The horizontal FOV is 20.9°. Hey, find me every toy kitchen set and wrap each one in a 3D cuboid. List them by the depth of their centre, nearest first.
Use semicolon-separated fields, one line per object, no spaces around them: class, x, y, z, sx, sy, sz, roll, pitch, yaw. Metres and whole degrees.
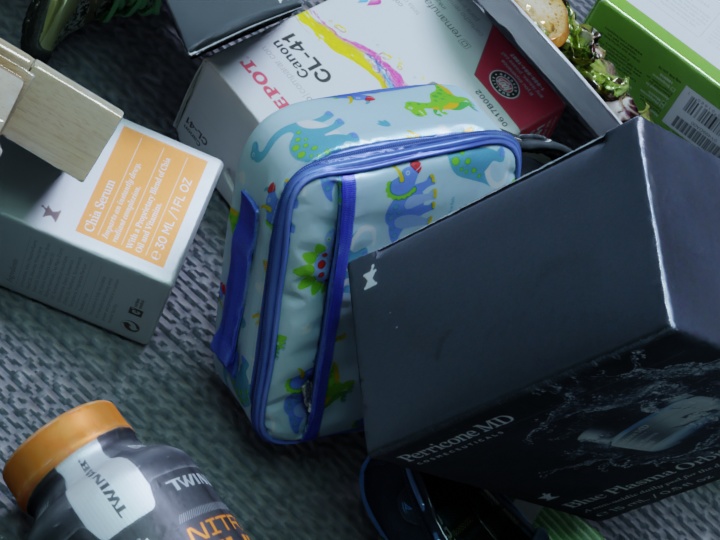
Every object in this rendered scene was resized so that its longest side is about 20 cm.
toy kitchen set;-0.185;-0.165;1.000;0.200;0.163;0.181;31;93;-17

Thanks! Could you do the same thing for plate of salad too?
plate of salad;0.134;-0.144;1.266;0.048;0.200;0.200;-42;76;6

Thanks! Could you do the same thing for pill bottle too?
pill bottle;-0.104;0.164;1.006;0.106;0.106;0.200;-28;71;-33

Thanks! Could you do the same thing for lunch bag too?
lunch bag;0.000;0.000;1.096;0.160;0.201;0.082;-9;38;-27

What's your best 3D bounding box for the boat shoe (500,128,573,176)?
boat shoe;0.121;-0.040;1.201;0.199;0.066;0.075;35;77;-41

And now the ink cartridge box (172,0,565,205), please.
ink cartridge box;0.007;-0.096;1.235;0.200;0.086;0.148;-30;73;-35

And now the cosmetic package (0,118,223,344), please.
cosmetic package;-0.193;-0.049;1.135;0.199;0.071;0.102;22;53;-5

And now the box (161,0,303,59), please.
box;-0.109;-0.232;1.158;0.079;0.141;0.201;-24;97;-4

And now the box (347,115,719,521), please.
box;0.133;0.036;1.012;0.200;0.196;0.118;21;54;-42

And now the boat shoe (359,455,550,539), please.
boat shoe;0.074;0.171;1.065;0.200;0.069;0.084;42;55;7

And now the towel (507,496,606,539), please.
towel;0.129;0.224;1.110;0.200;0.023;0.153;37;54;4

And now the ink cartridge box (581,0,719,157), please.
ink cartridge box;0.261;-0.178;1.394;0.148;0.076;0.200;38;52;7

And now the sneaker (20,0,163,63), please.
sneaker;-0.143;-0.193;1.254;0.089;0.077;0.200;37;55;-5
